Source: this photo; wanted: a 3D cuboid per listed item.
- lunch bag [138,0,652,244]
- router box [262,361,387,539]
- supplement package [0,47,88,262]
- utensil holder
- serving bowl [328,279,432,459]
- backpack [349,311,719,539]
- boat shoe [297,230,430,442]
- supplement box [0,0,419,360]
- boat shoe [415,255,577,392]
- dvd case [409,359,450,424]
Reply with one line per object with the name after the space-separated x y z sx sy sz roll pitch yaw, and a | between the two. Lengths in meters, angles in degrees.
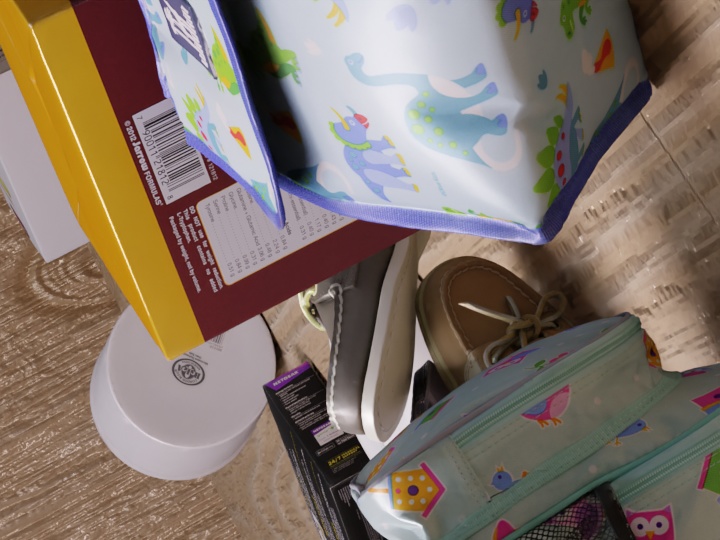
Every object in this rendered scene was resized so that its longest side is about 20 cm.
-0.010 -0.112 0.860 0.199 0.128 0.171 10 133 33 | lunch bag
-0.012 0.198 1.936 0.149 0.051 0.201 52 165 47 | router box
-0.260 -0.140 1.992 0.111 0.155 0.201 48 161 49 | supplement package
-0.168 0.104 2.124 0.171 0.169 0.200 61 167 5 | utensil holder
0.032 0.091 1.467 0.201 0.066 0.200 59 169 20 | serving bowl
0.095 0.101 0.889 0.176 0.199 0.154 111 137 -84 | backpack
0.000 0.002 1.157 0.072 0.060 0.203 82 -167 -50 | boat shoe
-0.053 -0.107 1.040 0.133 0.199 0.198 50 163 49 | supplement box
0.103 0.065 1.100 0.200 0.073 0.063 49 159 15 | boat shoe
0.100 0.134 1.113 0.200 0.016 0.149 44 -169 -7 | dvd case
